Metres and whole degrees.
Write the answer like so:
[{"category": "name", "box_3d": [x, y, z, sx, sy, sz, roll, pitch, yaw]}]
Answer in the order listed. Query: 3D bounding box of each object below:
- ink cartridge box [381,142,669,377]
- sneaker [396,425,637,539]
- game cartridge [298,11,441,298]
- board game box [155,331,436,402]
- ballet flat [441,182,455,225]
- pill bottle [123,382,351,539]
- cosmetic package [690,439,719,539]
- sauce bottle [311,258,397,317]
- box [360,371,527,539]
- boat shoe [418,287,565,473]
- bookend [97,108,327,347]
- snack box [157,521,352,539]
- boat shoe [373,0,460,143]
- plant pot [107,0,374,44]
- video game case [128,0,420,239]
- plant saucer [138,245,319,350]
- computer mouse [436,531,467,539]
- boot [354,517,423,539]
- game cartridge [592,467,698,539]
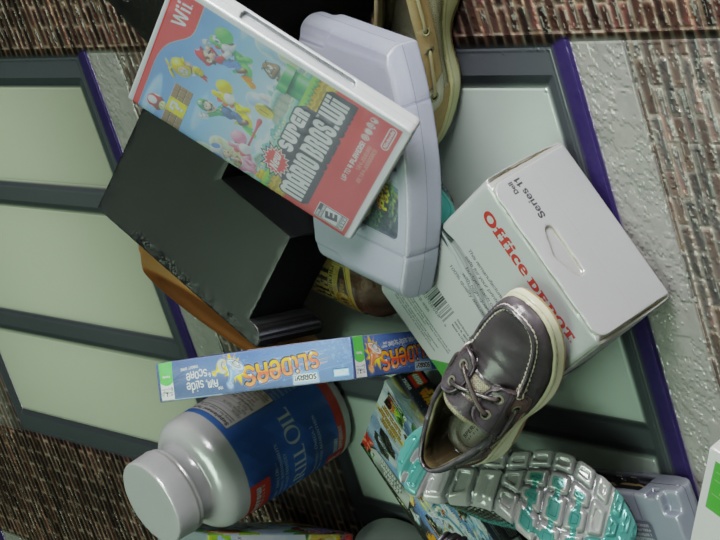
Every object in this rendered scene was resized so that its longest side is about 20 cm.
[{"category": "ink cartridge box", "box_3d": [0.121, 0.016, 1.530, 0.147, 0.083, 0.200, 56, 148, 6]}, {"category": "sneaker", "box_3d": [0.131, 0.175, 1.605, 0.200, 0.078, 0.091, 21, 175, 26]}, {"category": "game cartridge", "box_3d": [0.009, -0.084, 1.521, 0.133, 0.041, 0.201, 23, 126, 47]}, {"category": "board game box", "box_3d": [-0.049, 0.078, 1.667, 0.200, 0.135, 0.035, -9, 86, 36]}, {"category": "ballet flat", "box_3d": [-0.002, -0.098, 1.623, 0.200, 0.074, 0.074, 57, 148, 7]}, {"category": "pill bottle", "box_3d": [-0.115, 0.166, 1.863, 0.112, 0.200, 0.112, 34, 140, 34]}, {"category": "cosmetic package", "box_3d": [0.297, 0.201, 1.439, 0.108, 0.085, 0.200, 33, 138, 31]}, {"category": "sauce bottle", "box_3d": [0.000, 0.000, 1.700, 0.200, 0.065, 0.065, 23, 133, 44]}, {"category": "box", "box_3d": [0.078, 0.193, 1.737, 0.200, 0.040, 0.137, 56, 156, 19]}, {"category": "boat shoe", "box_3d": [0.092, 0.090, 1.489, 0.072, 0.065, 0.200, 48, 146, 17]}, {"category": "bookend", "box_3d": [-0.087, -0.080, 1.664, 0.199, 0.092, 0.200, 39, 117, 25]}, {"category": "snack box", "box_3d": [-0.105, 0.269, 1.944, 0.200, 0.142, 0.053, 168, 102, -70]}, {"category": "boat shoe", "box_3d": [0.034, -0.168, 1.519, 0.073, 0.063, 0.201, 40, 143, 28]}, {"category": "plant pot", "box_3d": [-0.103, -0.267, 1.522, 0.200, 0.177, 0.200, 46, 146, 19]}, {"category": "video game case", "box_3d": [-0.066, -0.117, 1.473, 0.200, 0.017, 0.143, 33, 143, 1]}, {"category": "plant saucer", "box_3d": [-0.122, 0.030, 1.825, 0.200, 0.038, 0.200, 33, 171, 6]}, {"category": "computer mouse", "box_3d": [0.103, 0.242, 1.589, 0.110, 0.200, 0.044, -55, 48, 29]}, {"category": "boot", "box_3d": [0.069, 0.311, 1.853, 0.200, 0.073, 0.096, 40, 160, 47]}, {"category": "game cartridge", "box_3d": [0.208, 0.223, 1.623, 0.200, 0.040, 0.134, -1, 111, 54]}]
